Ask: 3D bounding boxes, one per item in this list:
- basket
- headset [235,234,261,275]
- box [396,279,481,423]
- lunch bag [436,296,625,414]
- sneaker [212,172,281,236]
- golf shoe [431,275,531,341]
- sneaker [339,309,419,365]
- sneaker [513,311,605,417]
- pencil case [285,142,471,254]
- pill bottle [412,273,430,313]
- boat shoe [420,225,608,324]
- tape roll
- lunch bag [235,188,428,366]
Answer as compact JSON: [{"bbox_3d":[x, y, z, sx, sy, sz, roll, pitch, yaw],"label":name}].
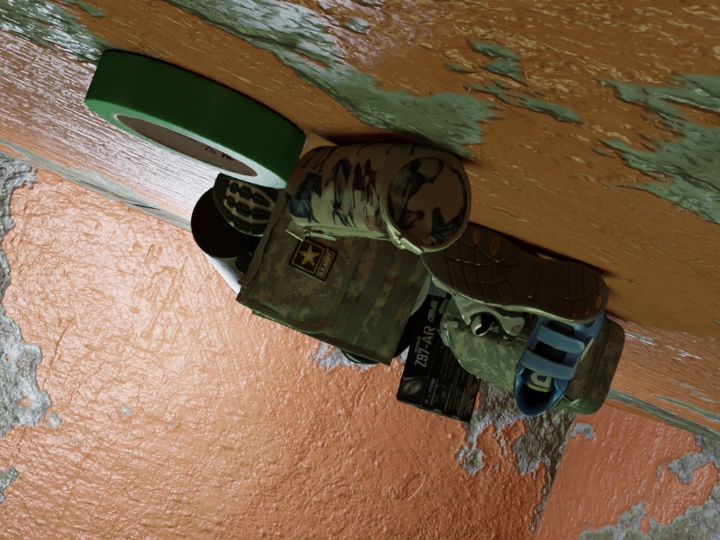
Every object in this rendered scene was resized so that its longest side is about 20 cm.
[{"bbox_3d":[-0.169,-0.047,1.613,0.181,0.135,0.200,54,179,17],"label":"basket"},{"bbox_3d":[-0.093,-0.026,1.418,0.122,0.095,0.200,18,-166,-5],"label":"headset"},{"bbox_3d":[0.128,0.101,1.528,0.043,0.202,0.160,11,172,33],"label":"box"},{"bbox_3d":[0.217,0.092,1.425,0.199,0.141,0.167,18,173,40],"label":"lunch bag"},{"bbox_3d":[-0.095,-0.072,1.400,0.198,0.078,0.089,24,-172,10],"label":"sneaker"},{"bbox_3d":[0.139,0.030,1.343,0.072,0.093,0.200,20,178,-27],"label":"golf shoe"},{"bbox_3d":[0.041,0.081,1.540,0.199,0.072,0.083,-23,-177,-34],"label":"sneaker"},{"bbox_3d":[0.220,0.089,1.234,0.073,0.082,0.201,23,136,14],"label":"sneaker"},{"bbox_3d":[0.010,-0.058,0.894,0.077,0.090,0.199,24,174,-28],"label":"pencil case"},{"bbox_3d":[0.000,0.000,1.475,0.115,0.117,0.199,23,175,-27],"label":"pill bottle"},{"bbox_3d":[0.155,0.008,1.133,0.198,0.076,0.072,22,178,9],"label":"boat shoe"},{"bbox_3d":[-0.150,-0.134,0.999,0.198,0.049,0.200,20,175,2],"label":"tape roll"},{"bbox_3d":[-0.029,-0.006,1.220,0.199,0.166,0.117,23,180,-38],"label":"lunch bag"}]
